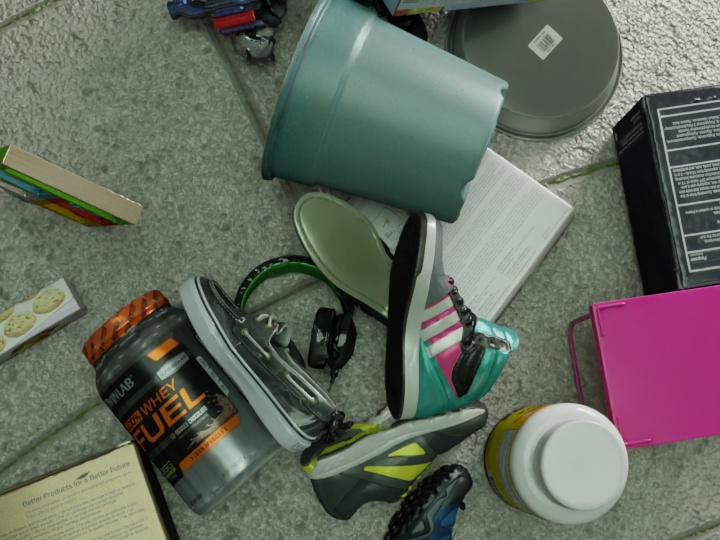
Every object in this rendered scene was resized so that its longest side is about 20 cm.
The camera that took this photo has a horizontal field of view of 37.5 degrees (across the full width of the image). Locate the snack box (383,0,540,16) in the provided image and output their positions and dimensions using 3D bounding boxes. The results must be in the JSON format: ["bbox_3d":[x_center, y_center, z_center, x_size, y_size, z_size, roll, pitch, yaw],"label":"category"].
[{"bbox_3d":[0.086,-0.348,1.086,0.199,0.068,0.169,-14,64,-30],"label":"snack box"}]

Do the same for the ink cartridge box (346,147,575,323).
[{"bbox_3d":[0.101,-0.055,1.125,0.200,0.050,0.161,36,81,15],"label":"ink cartridge box"}]

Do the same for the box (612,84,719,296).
[{"bbox_3d":[0.386,-0.083,1.101,0.199,0.123,0.200,-8,81,-4],"label":"box"}]

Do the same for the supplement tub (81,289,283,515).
[{"bbox_3d":[-0.171,0.125,1.033,0.122,0.123,0.200,-40,86,-8],"label":"supplement tub"}]

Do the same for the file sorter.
[{"bbox_3d":[0.323,0.096,1.070,0.199,0.125,0.140,-8,81,-6],"label":"file sorter"}]

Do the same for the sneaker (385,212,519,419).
[{"bbox_3d":[0.094,0.046,1.025,0.120,0.084,0.201,1,102,-17],"label":"sneaker"}]

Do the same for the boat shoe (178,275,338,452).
[{"bbox_3d":[-0.092,0.074,0.998,0.071,0.072,0.200,-41,75,6],"label":"boat shoe"}]

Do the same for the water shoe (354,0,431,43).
[{"bbox_3d":[0.005,-0.309,1.130,0.071,0.079,0.200,-36,86,-8],"label":"water shoe"}]

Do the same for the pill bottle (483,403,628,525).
[{"bbox_3d":[0.186,0.182,1.010,0.108,0.200,0.110,1,82,-4],"label":"pill bottle"}]

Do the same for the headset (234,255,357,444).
[{"bbox_3d":[-0.056,0.074,1.059,0.123,0.094,0.201,-14,70,-11],"label":"headset"}]

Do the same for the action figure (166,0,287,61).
[{"bbox_3d":[-0.095,-0.314,1.116,0.199,0.105,0.195,2,86,21],"label":"action figure"}]

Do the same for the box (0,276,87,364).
[{"bbox_3d":[-0.372,0.075,1.068,0.199,0.039,0.042,-30,84,-8],"label":"box"}]

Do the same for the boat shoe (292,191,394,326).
[{"bbox_3d":[0.002,-0.002,1.072,0.199,0.066,0.075,36,75,-18],"label":"boat shoe"}]

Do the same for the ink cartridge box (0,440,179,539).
[{"bbox_3d":[-0.280,0.276,1.027,0.199,0.075,0.166,-20,82,-5],"label":"ink cartridge box"}]

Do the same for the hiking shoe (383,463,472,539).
[{"bbox_3d":[0.064,0.288,1.058,0.086,0.074,0.201,32,90,-6],"label":"hiking shoe"}]

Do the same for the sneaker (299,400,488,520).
[{"bbox_3d":[0.039,0.185,1.074,0.199,0.074,0.085,-18,106,-10],"label":"sneaker"}]

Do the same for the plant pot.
[{"bbox_3d":[0.030,-0.150,1.042,0.195,0.200,0.201,21,81,2],"label":"plant pot"}]

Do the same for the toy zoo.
[{"bbox_3d":[-0.299,-0.078,1.024,0.131,0.200,0.021,26,79,-26],"label":"toy zoo"}]

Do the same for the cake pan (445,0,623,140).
[{"bbox_3d":[0.194,-0.243,1.155,0.199,0.037,0.202,1,82,-4],"label":"cake pan"}]
